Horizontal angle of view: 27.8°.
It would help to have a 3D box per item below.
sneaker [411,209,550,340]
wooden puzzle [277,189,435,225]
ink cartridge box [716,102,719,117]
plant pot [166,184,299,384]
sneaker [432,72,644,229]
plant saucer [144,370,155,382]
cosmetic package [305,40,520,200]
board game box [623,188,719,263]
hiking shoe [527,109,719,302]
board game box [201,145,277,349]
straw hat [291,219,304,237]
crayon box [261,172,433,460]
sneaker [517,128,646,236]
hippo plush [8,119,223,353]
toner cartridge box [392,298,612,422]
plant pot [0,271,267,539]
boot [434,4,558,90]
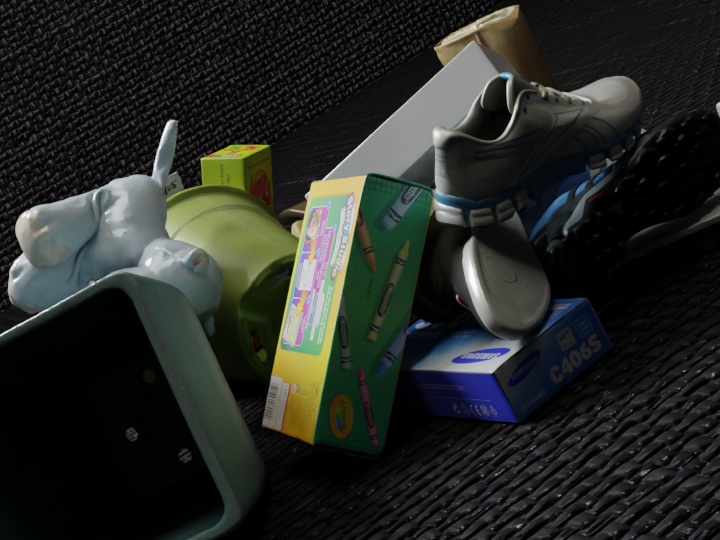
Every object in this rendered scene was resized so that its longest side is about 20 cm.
[{"bbox_3d":[0.076,0.015,1.052,0.099,0.070,0.201,-52,21,23],"label":"sneaker"},{"bbox_3d":[0.037,-0.060,1.526,0.198,0.038,0.185,5,15,22],"label":"wooden puzzle"},{"bbox_3d":[0.415,-0.157,1.154,0.199,0.041,0.200,-32,19,-9],"label":"ink cartridge box"},{"bbox_3d":[-0.101,0.028,1.371,0.199,0.201,0.190,-34,25,-23],"label":"plant pot"},{"bbox_3d":[0.129,-0.108,1.040,0.199,0.087,0.075,-32,31,-31],"label":"sneaker"},{"bbox_3d":[-0.183,0.047,1.515,0.031,0.202,0.200,14,25,12],"label":"plant saucer"},{"bbox_3d":[0.050,-0.109,1.252,0.200,0.051,0.082,-41,-18,17],"label":"cosmetic package"},{"bbox_3d":[0.216,-0.031,1.190,0.199,0.026,0.200,-25,13,20],"label":"board game box"},{"bbox_3d":[0.192,-0.058,1.097,0.200,0.075,0.087,-38,22,-16],"label":"hiking shoe"},{"bbox_3d":[-0.124,-0.024,1.520,0.047,0.202,0.102,1,12,13],"label":"board game box"},{"bbox_3d":[-0.035,-0.026,1.619,0.200,0.086,0.201,-28,12,6],"label":"straw hat"},{"bbox_3d":[-0.012,0.032,1.090,0.058,0.202,0.119,13,-4,-22],"label":"crayon box"},{"bbox_3d":[0.174,-0.106,1.178,0.199,0.147,0.080,-33,13,-16],"label":"sneaker"},{"bbox_3d":[-0.192,0.009,1.280,0.199,0.161,0.160,-33,-30,-27],"label":"hippo plush"},{"bbox_3d":[0.085,0.064,1.064,0.095,0.043,0.200,-36,14,-25],"label":"toner cartridge box"},{"bbox_3d":[-0.183,0.124,1.114,0.195,0.197,0.200,-27,-3,12],"label":"plant pot"},{"bbox_3d":[0.182,-0.154,1.357,0.174,0.201,0.066,-22,14,33],"label":"boot"}]
